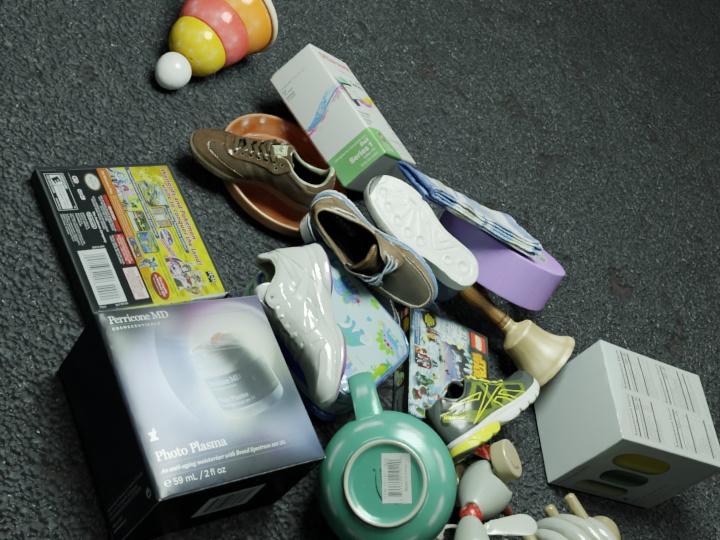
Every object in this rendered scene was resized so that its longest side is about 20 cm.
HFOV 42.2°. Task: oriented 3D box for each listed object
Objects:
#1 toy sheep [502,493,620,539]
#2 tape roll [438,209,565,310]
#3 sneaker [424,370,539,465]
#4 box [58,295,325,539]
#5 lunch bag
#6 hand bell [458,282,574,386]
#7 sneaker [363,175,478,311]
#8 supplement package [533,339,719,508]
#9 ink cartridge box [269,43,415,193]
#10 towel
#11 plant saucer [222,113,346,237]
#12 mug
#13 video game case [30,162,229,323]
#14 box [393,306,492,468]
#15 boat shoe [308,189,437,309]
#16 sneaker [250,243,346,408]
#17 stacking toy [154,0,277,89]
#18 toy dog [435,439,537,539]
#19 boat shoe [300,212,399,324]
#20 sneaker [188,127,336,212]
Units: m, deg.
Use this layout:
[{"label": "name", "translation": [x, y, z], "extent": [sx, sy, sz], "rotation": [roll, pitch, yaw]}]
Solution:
[{"label": "toy sheep", "translation": [0.244, 0.357, 1.119], "extent": [0.198, 0.138, 0.139], "rotation": [-25, 74, -32]}, {"label": "tape roll", "translation": [0.201, -0.025, 1.375], "extent": [0.198, 0.066, 0.200], "rotation": [30, 16, -9]}, {"label": "sneaker", "translation": [0.156, 0.163, 1.180], "extent": [0.085, 0.074, 0.199], "rotation": [53, 41, 8]}, {"label": "box", "translation": [-0.173, 0.144, 0.951], "extent": [0.198, 0.123, 0.200], "rotation": [-5, 60, -42]}, {"label": "lunch bag", "translation": [-0.049, 0.071, 1.141], "extent": [0.200, 0.082, 0.160], "rotation": [49, 40, 5]}, {"label": "hand bell", "translation": [0.198, 0.066, 1.320], "extent": [0.200, 0.104, 0.104], "rotation": [44, 41, -5]}, {"label": "sneaker", "translation": [0.054, -0.030, 1.267], "extent": [0.200, 0.146, 0.081], "rotation": [42, 61, -13]}, {"label": "supplement package", "translation": [0.372, 0.221, 1.312], "extent": [0.198, 0.152, 0.152], "rotation": [19, 47, -27]}, {"label": "ink cartridge box", "translation": [-0.024, -0.216, 1.360], "extent": [0.201, 0.084, 0.145], "rotation": [56, 17, 12]}, {"label": "towel", "translation": [0.152, -0.089, 1.301], "extent": [0.198, 0.024, 0.147], "rotation": [26, 14, -23]}, {"label": "plant saucer", "translation": [-0.110, -0.130, 1.294], "extent": [0.198, 0.032, 0.202], "rotation": [22, 46, -25]}, {"label": "mug", "translation": [0.017, 0.218, 1.002], "extent": [0.185, 0.115, 0.152], "rotation": [41, 82, 11]}, {"label": "video game case", "translation": [-0.268, -0.038, 1.094], "extent": [0.179, 0.026, 0.202], "rotation": [-9, 63, -43]}, {"label": "box", "translation": [0.109, 0.152, 1.238], "extent": [0.136, 0.040, 0.202], "rotation": [25, 44, -23]}, {"label": "boat shoe", "translation": [0.012, -0.014, 1.153], "extent": [0.199, 0.072, 0.072], "rotation": [38, 16, -7]}, {"label": "sneaker", "translation": [-0.072, 0.063, 1.041], "extent": [0.098, 0.075, 0.202], "rotation": [-1, 56, -20]}, {"label": "stacking toy", "translation": [-0.224, -0.324, 1.315], "extent": [0.146, 0.146, 0.201], "rotation": [40, 60, -5]}, {"label": "toy dog", "translation": [0.147, 0.294, 1.096], "extent": [0.097, 0.131, 0.200], "rotation": [54, 43, -12]}, {"label": "boat shoe", "translation": [0.000, 0.000, 1.231], "extent": [0.072, 0.067, 0.201], "rotation": [-36, 96, -46]}, {"label": "sneaker", "translation": [-0.123, -0.148, 1.216], "extent": [0.198, 0.076, 0.071], "rotation": [23, 45, -24]}]
